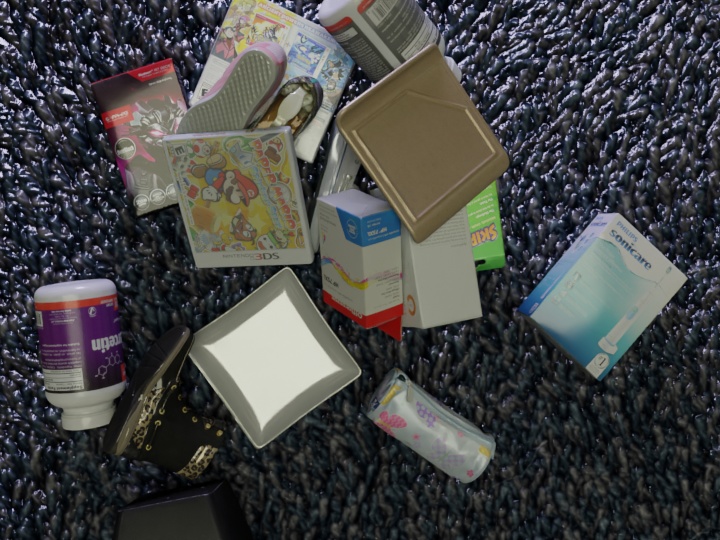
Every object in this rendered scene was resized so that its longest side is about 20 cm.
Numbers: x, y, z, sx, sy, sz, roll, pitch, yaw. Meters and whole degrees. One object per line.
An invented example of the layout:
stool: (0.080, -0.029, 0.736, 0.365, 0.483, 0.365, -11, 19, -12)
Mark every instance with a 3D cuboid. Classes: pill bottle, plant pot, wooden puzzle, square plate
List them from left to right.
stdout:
pill bottle: (-0.396, 0.118, 1.063, 0.111, 0.112, 0.203, -5, 95, -3)
plant pot: (-0.252, 0.406, 1.059, 0.196, 0.200, 0.180, -11, 84, -2)
square plate: (-0.131, 0.131, 1.120, 0.199, 0.028, 0.199, -35, 95, 0)
pill bottle: (0.045, -0.315, 1.027, 0.116, 0.116, 0.200, -47, 120, 1)
wooden puzzle: (0.084, -0.167, 0.981, 0.184, 0.037, 0.201, -39, 103, -18)

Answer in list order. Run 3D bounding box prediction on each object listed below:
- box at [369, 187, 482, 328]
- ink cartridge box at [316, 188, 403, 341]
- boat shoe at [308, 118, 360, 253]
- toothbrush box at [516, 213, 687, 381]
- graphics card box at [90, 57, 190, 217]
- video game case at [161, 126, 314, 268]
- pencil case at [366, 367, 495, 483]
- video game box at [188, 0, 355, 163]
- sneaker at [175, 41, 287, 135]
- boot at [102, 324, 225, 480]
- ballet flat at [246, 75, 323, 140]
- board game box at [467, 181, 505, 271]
box: (0.090, -0.027, 1.057, 0.096, 0.124, 0.203, -9, 92, -19)
ink cartridge box: (0.000, 0.000, 1.043, 0.067, 0.116, 0.203, -17, 116, -30)
boat shoe: (-0.030, -0.117, 1.083, 0.066, 0.074, 0.203, 14, 99, -11)
toothbrush box: (0.357, 0.036, 1.111, 0.146, 0.085, 0.201, 40, 92, -4)
graphics card box: (-0.296, -0.190, 1.077, 0.124, 0.051, 0.203, -17, 96, -3)
video game case: (-0.167, -0.096, 1.037, 0.179, 0.023, 0.203, -2, 120, 11)
pencil case: (0.105, 0.230, 1.112, 0.199, 0.083, 0.091, 37, 114, -6)
video game box: (-0.123, -0.281, 1.082, 0.198, 0.047, 0.184, 25, 95, -5)
sneaker: (-0.171, -0.238, 1.031, 0.075, 0.105, 0.200, 42, 119, -14)
boot: (-0.261, 0.196, 1.079, 0.150, 0.073, 0.202, 36, 73, -31)
ballet flat: (-0.125, -0.189, 1.034, 0.072, 0.072, 0.201, 37, 95, -5)
board game box: (0.160, -0.099, 1.120, 0.094, 0.030, 0.203, -8, 92, -2)
